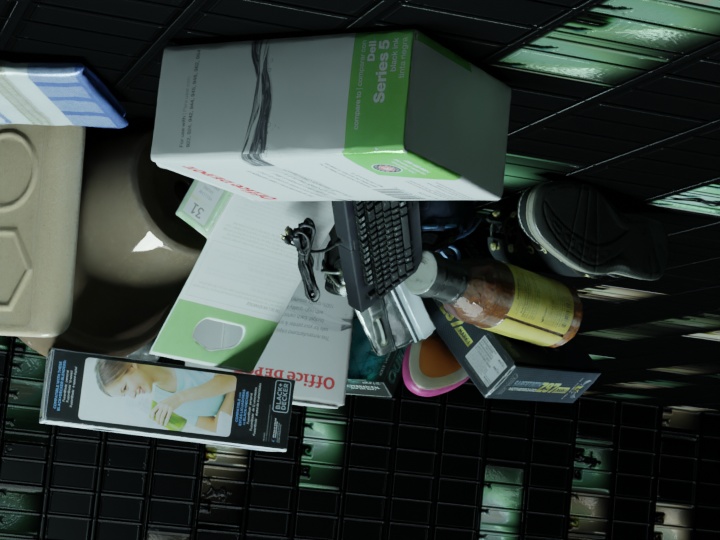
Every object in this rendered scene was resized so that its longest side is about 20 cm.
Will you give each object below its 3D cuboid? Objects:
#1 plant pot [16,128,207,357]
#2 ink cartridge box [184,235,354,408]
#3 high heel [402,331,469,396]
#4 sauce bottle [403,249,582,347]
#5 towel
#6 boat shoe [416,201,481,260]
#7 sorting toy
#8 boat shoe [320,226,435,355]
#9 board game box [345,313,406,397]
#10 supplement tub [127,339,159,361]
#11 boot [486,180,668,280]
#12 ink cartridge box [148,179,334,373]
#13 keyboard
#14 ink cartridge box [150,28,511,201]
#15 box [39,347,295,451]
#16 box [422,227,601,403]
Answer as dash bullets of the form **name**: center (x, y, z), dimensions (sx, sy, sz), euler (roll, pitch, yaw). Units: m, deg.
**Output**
- **plant pot**: center (-0.200, -0.035, 1.573), dimensions (0.200, 0.201, 0.174), euler (13, 153, -43)
- **ink cartridge box**: center (-0.085, 0.026, 1.793), dimensions (0.146, 0.201, 0.083), euler (11, 171, -32)
- **high heel**: center (0.062, 0.095, 1.791), dimensions (0.067, 0.096, 0.200), euler (37, -154, -3)
- **sauce bottle**: center (0.119, 0.021, 1.665), dimensions (0.066, 0.066, 0.199), euler (-1, 165, 43)
- **towel**: center (-0.286, -0.138, 1.402), dimensions (0.199, 0.024, 0.147), euler (3, 170, 8)
- **boat shoe**: center (0.052, -0.046, 1.652), dimensions (0.084, 0.069, 0.200), euler (3, 172, 20)
- **sorting toy**: center (-0.317, -0.041, 1.528), dimensions (0.199, 0.186, 0.036), euler (2, 176, 24)
- **boat shoe**: center (0.000, 0.000, 1.664), dimensions (0.201, 0.071, 0.072), euler (59, 174, -29)
- **board game box**: center (0.005, 0.041, 1.906), dimensions (0.135, 0.201, 0.028), euler (1, 139, 31)
- **supplement tub**: center (-0.251, 0.018, 1.857), dimensions (0.122, 0.201, 0.123), euler (6, 172, 1)
- **boot**: center (0.165, -0.032, 1.671), dimensions (0.153, 0.074, 0.203), euler (3, 171, 42)
- **ink cartridge box**: center (-0.090, -0.022, 1.466), dimensions (0.048, 0.201, 0.145), euler (37, -169, 31)
- **keyboard**: center (-0.003, -0.027, 1.495), dimensions (0.127, 0.021, 0.200), euler (-32, 149, -15)
- **ink cartridge box**: center (-0.019, -0.099, 1.253), dimensions (0.199, 0.085, 0.145), euler (1, 171, 30)
- **box**: center (-0.162, 0.108, 1.527), dimensions (0.199, 0.061, 0.117), euler (9, 173, -12)
- **box**: center (0.125, 0.038, 1.792), dimensions (0.051, 0.200, 0.157), euler (-48, 148, 23)
